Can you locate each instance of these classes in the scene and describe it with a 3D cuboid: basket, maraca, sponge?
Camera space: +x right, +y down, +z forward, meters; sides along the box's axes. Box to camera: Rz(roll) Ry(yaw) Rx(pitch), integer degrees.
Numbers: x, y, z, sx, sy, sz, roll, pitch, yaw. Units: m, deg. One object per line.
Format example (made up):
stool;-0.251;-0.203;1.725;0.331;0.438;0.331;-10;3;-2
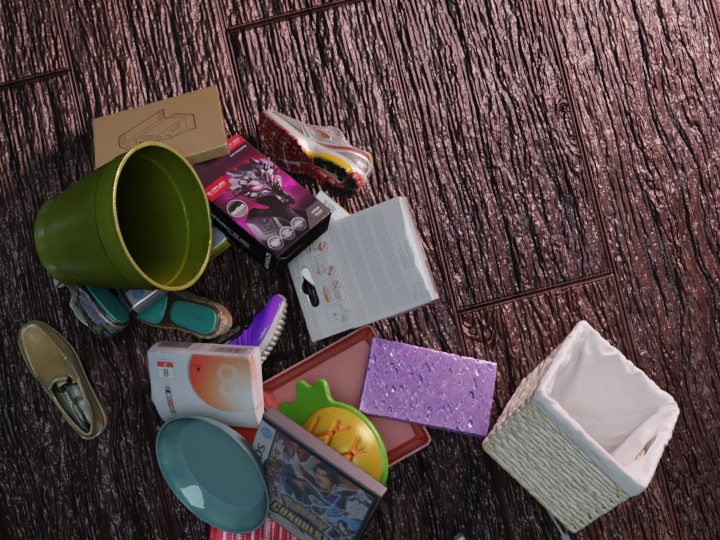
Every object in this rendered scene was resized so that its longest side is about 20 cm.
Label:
basket;0.311;0.222;1.665;0.200;0.198;0.161;41;131;2
maraca;-0.041;0.249;1.693;0.200;0.107;0.137;47;108;20
sponge;0.099;0.173;1.741;0.197;0.030;0.113;12;76;-10

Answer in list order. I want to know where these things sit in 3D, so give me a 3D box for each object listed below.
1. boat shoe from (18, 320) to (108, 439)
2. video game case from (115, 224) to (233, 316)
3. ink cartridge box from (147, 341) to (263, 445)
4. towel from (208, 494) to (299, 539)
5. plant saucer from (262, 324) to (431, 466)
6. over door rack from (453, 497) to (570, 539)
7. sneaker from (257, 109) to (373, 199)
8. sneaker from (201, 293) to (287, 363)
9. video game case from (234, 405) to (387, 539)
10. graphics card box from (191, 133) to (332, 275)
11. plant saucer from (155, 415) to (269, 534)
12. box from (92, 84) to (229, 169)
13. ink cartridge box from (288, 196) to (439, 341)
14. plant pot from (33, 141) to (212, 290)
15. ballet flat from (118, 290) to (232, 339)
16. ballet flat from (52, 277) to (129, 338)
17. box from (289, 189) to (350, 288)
boat shoe;-0.443;0.159;1.749;0.071;0.076;0.201;-38;86;-2
video game case;-0.311;-0.063;1.748;0.180;0.026;0.201;-36;66;-2
ink cartridge box;-0.220;0.206;1.702;0.160;0.050;0.203;2;104;16
towel;-0.130;0.383;1.738;0.197;0.022;0.147;5;91;11
plant saucer;-0.025;0.215;1.764;0.198;0.037;0.201;-29;87;-1
over door rack;0.240;0.418;1.725;0.147;0.067;0.201;-33;107;-2
sneaker;-0.070;-0.183;1.780;0.199;0.078;0.082;33;49;11
sneaker;-0.186;0.111;1.755;0.099;0.070;0.202;30;86;5
video game case;-0.074;0.307;1.650;0.199;0.025;0.182;33;131;12
graphics card box;-0.154;-0.098;1.707;0.199;0.051;0.125;40;56;15
plant saucer;-0.203;0.283;1.681;0.200;0.200;0.036;45;43;3
box;-0.297;-0.198;1.748;0.197;0.021;0.165;-16;42;-1
ink cartridge box;0.000;0.000;1.746;0.198;0.050;0.164;-20;86;16
plant pot;-0.341;-0.058;1.630;0.191;0.200;0.204;-10;85;31
ballet flat;-0.273;0.058;1.755;0.198;0.065;0.071;22;93;28
ballet flat;-0.423;0.019;1.764;0.072;0.072;0.201;-35;80;-2
box;-0.039;-0.026;1.778;0.199;0.041;0.119;40;87;1
